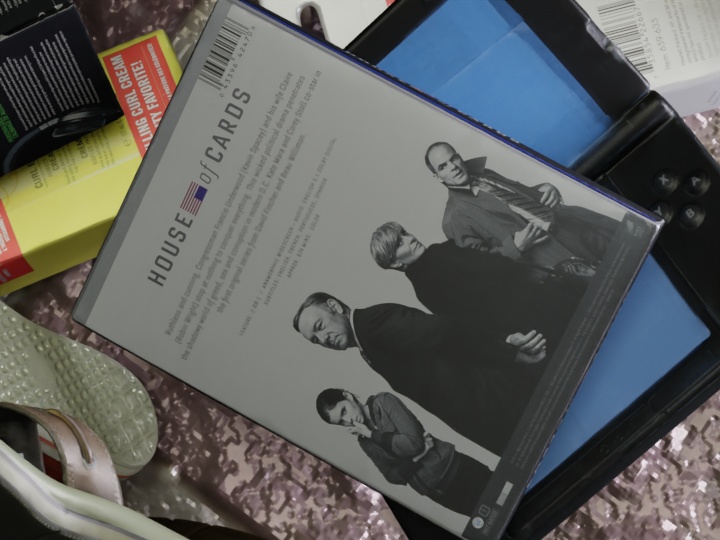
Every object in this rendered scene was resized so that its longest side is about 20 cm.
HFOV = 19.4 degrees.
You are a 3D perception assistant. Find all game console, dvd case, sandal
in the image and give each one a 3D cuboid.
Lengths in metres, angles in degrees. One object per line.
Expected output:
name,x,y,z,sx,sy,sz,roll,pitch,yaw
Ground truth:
game console,0.048,0.000,0.860,0.200,0.116,0.176,-41,57,13
dvd case,0.000,0.000,0.848,0.199,0.025,0.151,29,101,8
sandal,-0.122,0.090,0.827,0.200,0.080,0.058,34,45,-22

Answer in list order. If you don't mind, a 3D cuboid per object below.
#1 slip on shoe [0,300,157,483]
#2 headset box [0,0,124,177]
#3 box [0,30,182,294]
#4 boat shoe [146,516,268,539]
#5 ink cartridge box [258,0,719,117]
slip on shoe,-0.171,0.039,0.865,0.061,0.200,0.075,-27,47,30
headset box,-0.227,-0.105,0.872,0.199,0.093,0.175,-27,64,-6
box,-0.162,-0.030,0.922,0.198,0.050,0.076,-21,78,-3
boat shoe,-0.125,0.138,0.898,0.198,0.073,0.066,3,91,5
ink cartridge box,0.058,-0.110,0.934,0.198,0.067,0.117,-14,81,-3
